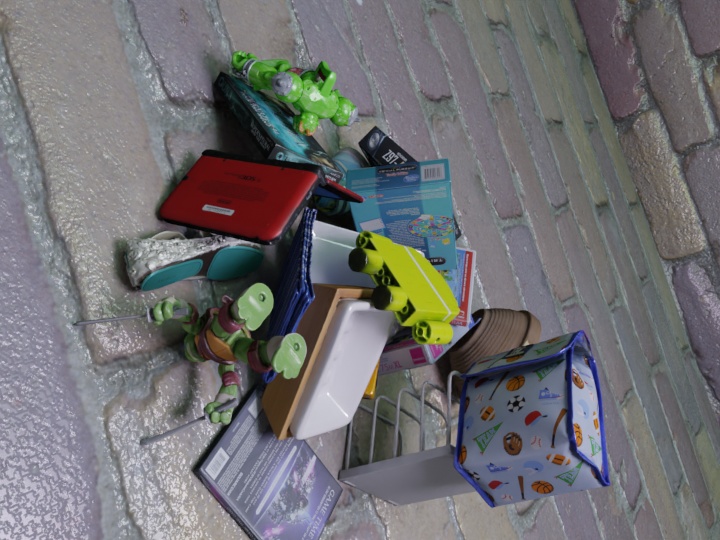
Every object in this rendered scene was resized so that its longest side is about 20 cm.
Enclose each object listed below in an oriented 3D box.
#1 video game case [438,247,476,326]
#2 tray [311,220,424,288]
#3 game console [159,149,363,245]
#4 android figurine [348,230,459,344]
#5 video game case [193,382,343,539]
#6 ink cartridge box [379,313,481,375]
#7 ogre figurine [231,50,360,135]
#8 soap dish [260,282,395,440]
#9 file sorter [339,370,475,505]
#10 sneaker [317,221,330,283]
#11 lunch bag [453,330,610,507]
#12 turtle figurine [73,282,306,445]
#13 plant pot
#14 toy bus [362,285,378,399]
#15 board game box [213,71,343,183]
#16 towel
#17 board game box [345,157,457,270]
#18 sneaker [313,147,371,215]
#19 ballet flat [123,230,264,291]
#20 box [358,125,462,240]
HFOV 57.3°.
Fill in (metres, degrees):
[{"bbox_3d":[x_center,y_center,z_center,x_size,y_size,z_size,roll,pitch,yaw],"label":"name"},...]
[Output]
[{"bbox_3d":[0.088,0.011,1.086,0.018,0.194,0.146,94,7,-55],"label":"video game case"},{"bbox_3d":[0.000,0.000,0.957,0.195,0.022,0.110,15,62,-17],"label":"tray"},{"bbox_3d":[-0.124,-0.082,0.848,0.174,0.196,0.120,-60,145,-28],"label":"game console"},{"bbox_3d":[0.064,0.020,0.888,0.198,0.041,0.184,10,41,-56],"label":"android figurine"},{"bbox_3d":[-0.109,0.268,0.839,0.202,0.019,0.144,57,40,-19],"label":"video game case"},{"bbox_3d":[0.111,0.111,1.096,0.199,0.118,0.043,-26,95,-53],"label":"ink cartridge box"},{"bbox_3d":[-0.081,-0.254,0.941,0.199,0.099,0.120,40,2,-38],"label":"ogre figurine"},{"bbox_3d":[-0.040,0.110,0.858,0.156,0.080,0.204,4,110,-61],"label":"soap dish"},{"bbox_3d":[0.089,0.246,0.951,0.138,0.197,0.127,35,45,-35],"label":"file sorter"},{"bbox_3d":[-0.062,0.014,0.978,0.080,0.075,0.204,29,50,-22],"label":"sneaker"},{"bbox_3d":[0.216,0.174,0.846,0.124,0.167,0.202,50,37,-26],"label":"lunch bag"},{"bbox_3d":[-0.166,0.097,0.706,0.197,0.191,0.148,-3,77,-48],"label":"turtle figurine"},{"bbox_3d":[0.222,0.136,1.179,0.092,0.201,0.202,39,43,-5],"label":"plant pot"},{"bbox_3d":[0.006,0.083,0.987,0.079,0.063,0.205,91,8,-62],"label":"toy bus"},{"bbox_3d":[-0.118,-0.203,0.946,0.134,0.028,0.201,15,30,-48],"label":"board game box"},{"bbox_3d":[-0.087,0.026,0.831,0.023,0.147,0.202,18,31,-13],"label":"towel"},{"bbox_3d":[0.067,-0.073,0.993,0.202,0.147,0.048,74,14,-53],"label":"board game box"},{"bbox_3d":[-0.003,-0.101,1.066,0.200,0.080,0.130,46,41,9],"label":"sneaker"},{"bbox_3d":[-0.204,-0.025,0.818,0.198,0.071,0.074,-10,82,-52],"label":"ballet flat"},{"bbox_3d":[0.087,-0.134,1.112,0.160,0.043,0.200,46,-2,30],"label":"box"}]
